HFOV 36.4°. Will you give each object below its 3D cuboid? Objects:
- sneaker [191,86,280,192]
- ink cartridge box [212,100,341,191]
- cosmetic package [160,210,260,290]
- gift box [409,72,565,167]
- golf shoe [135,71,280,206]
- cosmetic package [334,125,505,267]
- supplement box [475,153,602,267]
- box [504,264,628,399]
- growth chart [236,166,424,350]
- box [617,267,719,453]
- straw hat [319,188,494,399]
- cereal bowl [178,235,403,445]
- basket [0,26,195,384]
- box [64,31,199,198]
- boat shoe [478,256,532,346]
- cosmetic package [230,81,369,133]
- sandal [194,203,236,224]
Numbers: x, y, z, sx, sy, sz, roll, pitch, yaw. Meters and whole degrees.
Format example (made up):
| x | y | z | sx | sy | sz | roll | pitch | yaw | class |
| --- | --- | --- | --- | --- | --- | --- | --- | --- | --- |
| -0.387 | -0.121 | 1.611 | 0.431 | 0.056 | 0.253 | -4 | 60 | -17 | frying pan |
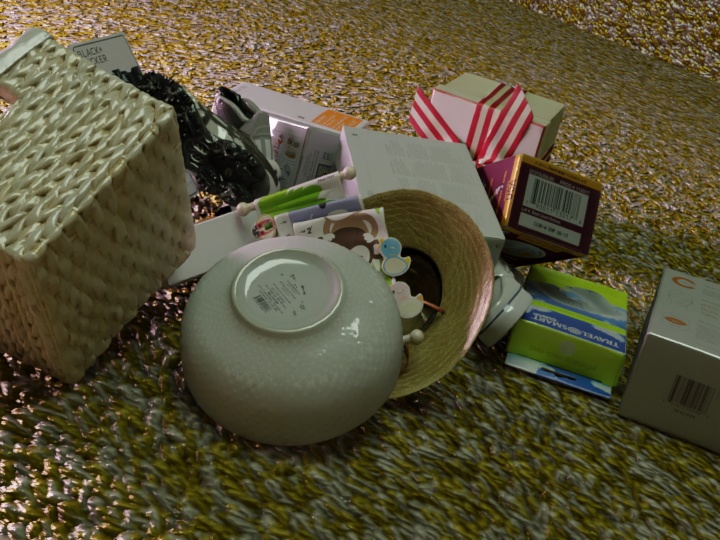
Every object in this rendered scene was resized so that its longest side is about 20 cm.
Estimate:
| x | y | z | sx | sy | sz | roll | pitch | yaw | class |
| --- | --- | --- | --- | --- | --- | --- | --- | --- | --- |
| -0.170 | -0.152 | 1.277 | 0.198 | 0.117 | 0.075 | -1 | 2 | 38 | sneaker |
| -0.068 | -0.138 | 1.353 | 0.174 | 0.085 | 0.199 | 9 | 9 | -42 | ink cartridge box |
| -0.146 | -0.026 | 1.103 | 0.082 | 0.051 | 0.199 | -17 | 4 | 45 | cosmetic package |
| 0.168 | -0.177 | 1.505 | 0.182 | 0.202 | 0.187 | 16 | 24 | 16 | gift box |
| -0.166 | -0.134 | 1.169 | 0.200 | 0.078 | 0.094 | 44 | 14 | 19 | golf shoe |
| 0.058 | -0.079 | 1.179 | 0.149 | 0.052 | 0.201 | 9 | 34 | -15 | cosmetic package |
| 0.170 | -0.062 | 1.254 | 0.109 | 0.087 | 0.200 | 18 | -11 | -20 | supplement box |
| 0.228 | 0.061 | 1.198 | 0.121 | 0.048 | 0.200 | 18 | 23 | 7 | box |
| -0.026 | -0.002 | 1.034 | 0.018 | 0.143 | 0.202 | 48 | 21 | -68 | growth chart |
| 0.352 | 0.090 | 1.143 | 0.123 | 0.099 | 0.200 | 20 | 25 | 13 | box |
| 0.041 | 0.031 | 1.060 | 0.200 | 0.203 | 0.085 | 25 | -8 | 23 | straw hat |
| -0.059 | 0.043 | 0.931 | 0.197 | 0.084 | 0.202 | 1 | 48 | -1 | cereal bowl |
| -0.256 | -0.045 | 0.901 | 0.160 | 0.201 | 0.199 | 28 | 58 | 15 | basket |
| -0.266 | -0.150 | 1.195 | 0.060 | 0.202 | 0.117 | -21 | 9 | 25 | box |
| 0.135 | 0.023 | 1.172 | 0.065 | 0.074 | 0.200 | 42 | 10 | -5 | boat shoe |
| -0.098 | -0.196 | 1.542 | 0.198 | 0.072 | 0.102 | 18 | 24 | 9 | cosmetic package |
| -0.101 | -0.067 | 1.259 | 0.205 | 0.060 | 0.079 | -8 | 29 | -33 | sandal |
